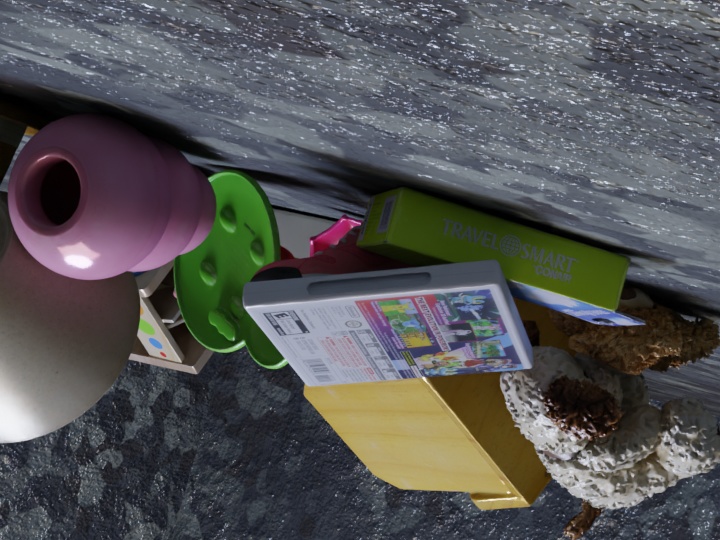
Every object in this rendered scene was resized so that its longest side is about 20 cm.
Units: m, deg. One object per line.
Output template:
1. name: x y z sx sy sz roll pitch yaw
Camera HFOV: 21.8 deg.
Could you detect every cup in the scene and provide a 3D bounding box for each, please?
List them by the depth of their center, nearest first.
1. cup: -0.292 0.015 1.484 0.200 0.201 0.143 14 154 25

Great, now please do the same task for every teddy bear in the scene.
1. teddy bear: 0.241 0.046 1.623 0.145 0.067 0.200 24 -172 33

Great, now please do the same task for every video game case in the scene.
1. video game case: 0.026 0.042 1.377 0.182 0.023 0.200 -5 159 10

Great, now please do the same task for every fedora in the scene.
1. fedora: -0.340 -0.107 1.525 0.200 0.082 0.201 16 176 1

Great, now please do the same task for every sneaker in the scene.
1. sneaker: 0.000 0.000 1.452 0.200 0.087 0.074 0 146 -27

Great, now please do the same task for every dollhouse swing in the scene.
1. dollhouse swing: 0.082 0.103 1.745 0.176 0.182 0.200 13 149 54

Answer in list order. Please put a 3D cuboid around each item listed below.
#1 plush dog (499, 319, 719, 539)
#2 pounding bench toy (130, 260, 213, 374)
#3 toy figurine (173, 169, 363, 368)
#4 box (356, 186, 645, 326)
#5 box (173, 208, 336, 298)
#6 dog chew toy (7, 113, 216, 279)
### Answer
1. plush dog: 0.186 0.128 1.612 0.172 0.161 0.200 44 177 -30
2. pounding bench toy: -0.206 -0.019 2.073 0.124 0.200 0.156 10 142 36
3. toy figurine: -0.030 0.009 1.574 0.184 0.150 0.200 3 -152 -38
4. box: 0.106 -0.009 1.377 0.199 0.048 0.122 17 176 -10
5. box: -0.060 0.006 1.814 0.200 0.109 0.128 13 175 36
6. dog chew toy: -0.181 -0.053 1.444 0.124 0.125 0.200 14 -176 25
